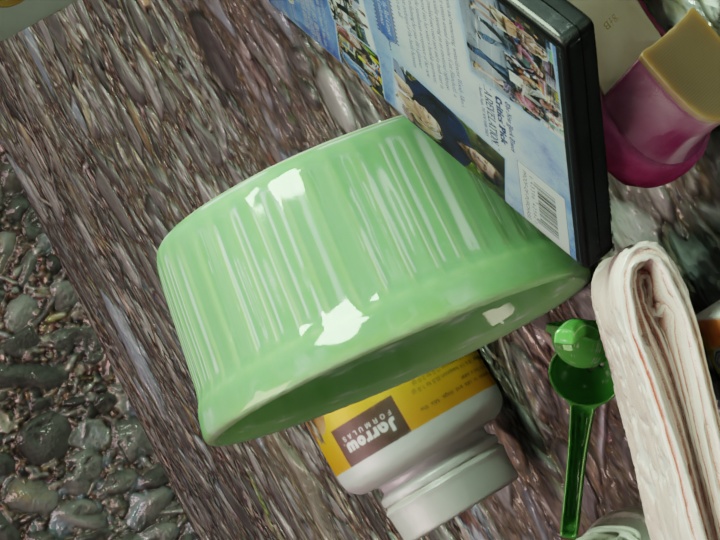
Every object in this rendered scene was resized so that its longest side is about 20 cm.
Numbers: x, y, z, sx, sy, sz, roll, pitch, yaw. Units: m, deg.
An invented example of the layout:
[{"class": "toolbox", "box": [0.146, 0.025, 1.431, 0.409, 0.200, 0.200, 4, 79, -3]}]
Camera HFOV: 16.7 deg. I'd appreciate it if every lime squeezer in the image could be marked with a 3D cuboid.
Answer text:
[{"class": "lime squeezer", "box": [0.100, 0.051, 1.163, 0.038, 0.071, 0.200, 23, 154, 17]}]

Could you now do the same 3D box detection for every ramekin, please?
[{"class": "ramekin", "box": [0.000, 0.000, 1.169, 0.200, 0.200, 0.098, 121, 127, -76]}]

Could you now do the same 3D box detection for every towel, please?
[{"class": "towel", "box": [0.129, 0.084, 1.007, 0.200, 0.032, 0.191, 49, -152, -88]}]

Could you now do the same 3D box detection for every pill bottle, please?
[{"class": "pill bottle", "box": [0.010, 0.054, 1.436, 0.200, 0.109, 0.109, 59, 168, 5]}]

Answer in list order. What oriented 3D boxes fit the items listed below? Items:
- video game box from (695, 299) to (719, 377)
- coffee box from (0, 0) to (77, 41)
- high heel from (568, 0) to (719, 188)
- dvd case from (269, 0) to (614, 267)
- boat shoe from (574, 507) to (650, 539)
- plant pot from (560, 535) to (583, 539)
[{"class": "video game box", "box": [0.206, 0.083, 0.864, 0.182, 0.047, 0.200, 64, 168, -2]}, {"class": "coffee box", "box": [-0.185, -0.274, 1.270, 0.200, 0.199, 0.198, 53, 166, 31]}, {"class": "high heel", "box": [0.065, -0.119, 0.929, 0.200, 0.067, 0.096, 47, 157, 1]}, {"class": "dvd case", "box": [0.021, -0.101, 0.945, 0.200, 0.018, 0.143, 42, 161, 30]}, {"class": "boat shoe", "box": [0.128, 0.156, 1.178, 0.200, 0.071, 0.070, -80, -32, -65]}, {"class": "plant pot", "box": [0.118, 0.242, 1.325, 0.187, 0.187, 0.200, 52, 152, 35]}]
